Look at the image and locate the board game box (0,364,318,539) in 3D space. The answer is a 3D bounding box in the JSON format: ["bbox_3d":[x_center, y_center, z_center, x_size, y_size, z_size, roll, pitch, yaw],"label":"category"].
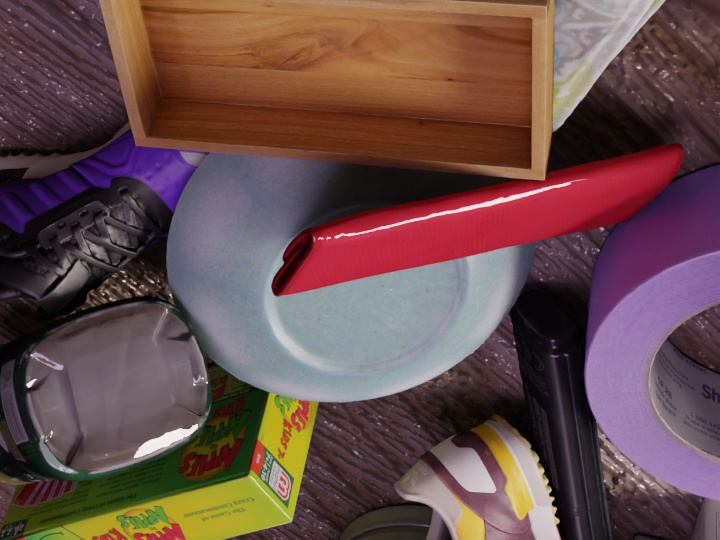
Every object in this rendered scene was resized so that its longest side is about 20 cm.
[{"bbox_3d":[-0.125,0.121,0.935,0.198,0.102,0.048,-19,129,28],"label":"board game box"}]

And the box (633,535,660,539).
[{"bbox_3d":[0.167,0.293,0.963,0.036,0.201,0.145,13,136,5],"label":"box"}]

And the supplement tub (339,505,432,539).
[{"bbox_3d":[0.028,0.269,0.972,0.138,0.201,0.141,7,135,7],"label":"supplement tub"}]

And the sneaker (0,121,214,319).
[{"bbox_3d":[-0.140,-0.020,0.801,0.198,0.100,0.070,-14,131,25],"label":"sneaker"}]

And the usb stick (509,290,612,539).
[{"bbox_3d":[0.119,0.096,0.890,0.032,0.056,0.201,-25,132,-11],"label":"usb stick"}]

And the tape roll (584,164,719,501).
[{"bbox_3d":[0.218,0.038,0.799,0.197,0.066,0.202,6,135,6],"label":"tape roll"}]

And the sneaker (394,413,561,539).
[{"bbox_3d":[0.085,0.191,0.929,0.089,0.075,0.202,-26,105,-12],"label":"sneaker"}]

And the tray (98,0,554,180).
[{"bbox_3d":[-0.013,-0.096,0.685,0.197,0.037,0.099,6,139,12],"label":"tray"}]

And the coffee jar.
[{"bbox_3d":[-0.163,0.072,0.850,0.199,0.103,0.086,-17,91,63],"label":"coffee jar"}]

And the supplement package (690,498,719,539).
[{"bbox_3d":[0.266,0.272,0.919,0.148,0.201,0.153,8,135,5],"label":"supplement package"}]

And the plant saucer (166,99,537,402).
[{"bbox_3d":[0.000,0.000,0.784,0.198,0.039,0.203,-6,124,-8],"label":"plant saucer"}]

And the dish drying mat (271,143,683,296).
[{"bbox_3d":[0.057,-0.025,0.725,0.198,0.018,0.077,-12,165,-22],"label":"dish drying mat"}]

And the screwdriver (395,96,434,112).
[{"bbox_3d":[-0.045,-0.132,0.725,0.199,0.028,0.029,32,98,-4],"label":"screwdriver"}]

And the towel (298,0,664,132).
[{"bbox_3d":[0.047,-0.160,0.659,0.198,0.048,0.172,27,133,-12],"label":"towel"}]
